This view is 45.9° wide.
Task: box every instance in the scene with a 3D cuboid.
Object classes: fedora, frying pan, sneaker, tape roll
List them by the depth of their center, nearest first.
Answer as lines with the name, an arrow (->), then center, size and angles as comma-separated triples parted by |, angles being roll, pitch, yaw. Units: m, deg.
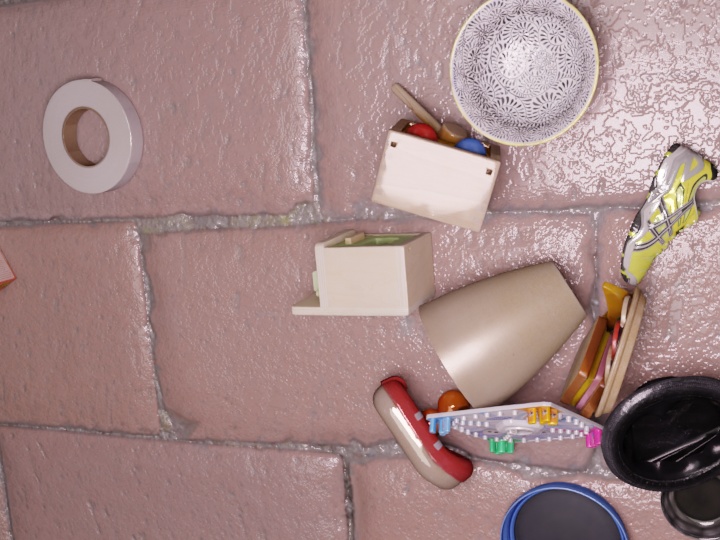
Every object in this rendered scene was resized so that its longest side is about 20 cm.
sneaker -> 0.414, -0.066, 1.154 | 0.076, 0.075, 0.201 | 25, 111, 17
fedora -> 0.427, 0.211, 1.185 | 0.199, 0.092, 0.202 | 1, 112, 2
frying pan -> 0.520, 0.359, 1.223 | 0.190, 0.031, 0.115 | 43, 114, 6
tape roll -> -0.480, -0.240, 1.523 | 0.201, 0.037, 0.205 | 6, 104, 23

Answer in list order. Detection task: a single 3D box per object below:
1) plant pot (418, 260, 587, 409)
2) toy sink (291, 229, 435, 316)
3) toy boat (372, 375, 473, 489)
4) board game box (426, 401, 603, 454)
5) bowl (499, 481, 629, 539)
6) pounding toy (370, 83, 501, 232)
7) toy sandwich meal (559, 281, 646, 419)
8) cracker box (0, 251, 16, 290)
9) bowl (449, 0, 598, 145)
plant pot -> 0.216, 0.077, 1.227 | 0.199, 0.187, 0.188 | -34, 87, 11
toy sink -> 0.000, 0.000, 1.316 | 0.199, 0.130, 0.113 | -1, 101, 24
toy boat -> 0.116, 0.239, 1.338 | 0.130, 0.131, 0.201 | -34, 86, -4
board game box -> 0.228, 0.231, 1.219 | 0.199, 0.199, 0.026 | -15, 61, 38
bowl -> 0.318, 0.423, 1.320 | 0.199, 0.039, 0.202 | 5, 104, 23
pounding toy -> 0.105, -0.168, 1.221 | 0.183, 0.200, 0.143 | 17, 108, 4
toy sandwich meal -> 0.332, 0.108, 1.169 | 0.070, 0.205, 0.207 | 18, 108, 16
cracker box -> -0.789, -0.034, 1.689 | 0.133, 0.058, 0.201 | -30, 89, 25
bowl -> 0.230, -0.276, 1.168 | 0.199, 0.094, 0.202 | 5, 103, 22
